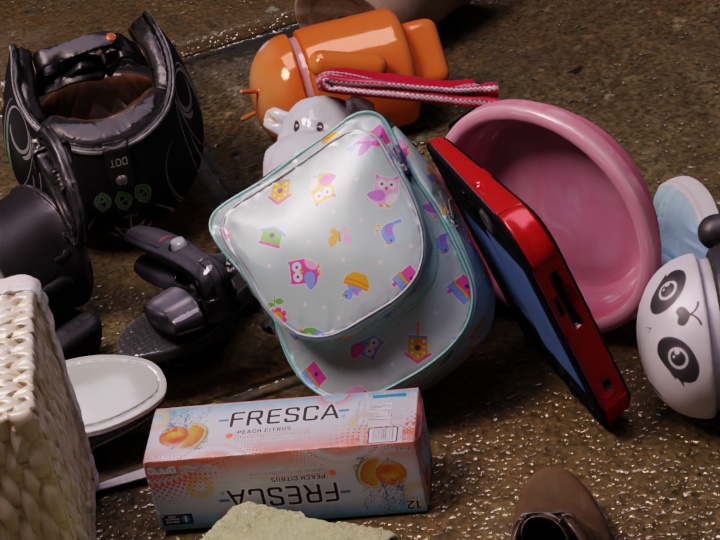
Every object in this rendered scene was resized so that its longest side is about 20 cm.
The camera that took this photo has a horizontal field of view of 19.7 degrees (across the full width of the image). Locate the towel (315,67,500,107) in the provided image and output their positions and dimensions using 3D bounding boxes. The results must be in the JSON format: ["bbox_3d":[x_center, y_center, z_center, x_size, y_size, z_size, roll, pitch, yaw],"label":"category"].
[{"bbox_3d":[0.035,-0.149,1.674,0.144,0.023,0.200,4,6,-3],"label":"towel"}]

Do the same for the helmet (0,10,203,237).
[{"bbox_3d":[-0.233,-0.128,1.877,0.199,0.191,0.201,1,64,-1],"label":"helmet"}]

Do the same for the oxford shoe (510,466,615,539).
[{"bbox_3d":[0.129,0.179,1.332,0.072,0.085,0.200,-10,28,6],"label":"oxford shoe"}]

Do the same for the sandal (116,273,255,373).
[{"bbox_3d":[-0.130,0.048,1.694,0.075,0.048,0.200,2,20,24],"label":"sandal"}]

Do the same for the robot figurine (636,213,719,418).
[{"bbox_3d":[0.296,0.038,1.470,0.199,0.125,0.150,-8,27,6],"label":"robot figurine"}]

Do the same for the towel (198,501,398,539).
[{"bbox_3d":[-0.076,0.227,1.368,0.148,0.037,0.200,8,36,31],"label":"towel"}]

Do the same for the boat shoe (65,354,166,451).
[{"bbox_3d":[-0.243,0.121,1.582,0.199,0.060,0.076,-13,49,-7],"label":"boat shoe"}]

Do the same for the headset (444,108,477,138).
[{"bbox_3d":[0.134,-0.089,1.752,0.094,0.124,0.200,-34,2,11],"label":"headset"}]

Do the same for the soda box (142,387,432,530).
[{"bbox_3d":[-0.050,0.135,1.479,0.199,0.069,0.064,-5,34,9],"label":"soda box"}]

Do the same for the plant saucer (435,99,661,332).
[{"bbox_3d":[0.150,-0.047,1.589,0.200,0.201,0.051,14,41,37],"label":"plant saucer"}]

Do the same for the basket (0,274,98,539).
[{"bbox_3d":[-0.290,0.139,1.427,0.197,0.201,0.161,-14,33,-4],"label":"basket"}]

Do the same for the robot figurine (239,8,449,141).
[{"bbox_3d":[-0.019,-0.181,1.965,0.199,0.117,0.144,-15,30,-6],"label":"robot figurine"}]

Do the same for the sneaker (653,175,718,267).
[{"bbox_3d":[0.245,-0.012,1.628,0.081,0.074,0.200,-9,29,-2],"label":"sneaker"}]

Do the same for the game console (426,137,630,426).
[{"bbox_3d":[0.120,0.009,1.511,0.031,0.200,0.177,-33,32,-7],"label":"game console"}]

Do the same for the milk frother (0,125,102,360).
[{"bbox_3d":[-0.314,-0.005,1.687,0.180,0.201,0.188,24,45,40],"label":"milk frother"}]

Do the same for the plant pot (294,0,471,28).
[{"bbox_3d":[0.022,-0.305,2.121,0.199,0.200,0.174,8,52,30],"label":"plant pot"}]

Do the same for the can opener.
[{"bbox_3d":[-0.152,-0.003,1.672,0.078,0.064,0.200,-13,22,-19],"label":"can opener"}]

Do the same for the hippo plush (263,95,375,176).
[{"bbox_3d":[-0.002,-0.064,1.713,0.158,0.161,0.200,0,32,20],"label":"hippo plush"}]

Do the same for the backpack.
[{"bbox_3d":[0.000,0.000,1.551,0.175,0.201,0.153,-33,-6,5],"label":"backpack"}]

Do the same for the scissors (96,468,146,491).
[{"bbox_3d":[-0.136,0.147,1.548,0.199,0.014,0.073,-22,32,-19],"label":"scissors"}]
